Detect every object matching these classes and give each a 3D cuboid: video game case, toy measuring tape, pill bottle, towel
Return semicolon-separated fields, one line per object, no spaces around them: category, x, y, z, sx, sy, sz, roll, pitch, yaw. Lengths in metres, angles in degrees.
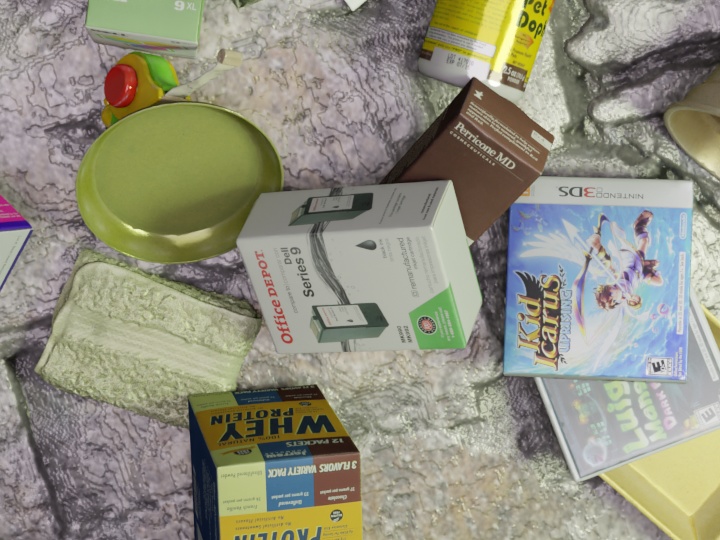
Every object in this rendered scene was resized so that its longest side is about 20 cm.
video game case;0.263;0.087;1.747;0.181;0.023;0.200;-22;84;7
video game case;0.234;0.008;1.724;0.181;0.045;0.201;2;86;9
toy measuring tape;-0.184;-0.187;1.648;0.200;0.074;0.074;-26;104;43
pill bottle;0.134;-0.270;1.681;0.109;0.109;0.200;17;97;-8
towel;-0.211;0.075;1.736;0.200;0.036;0.149;19;97;-8

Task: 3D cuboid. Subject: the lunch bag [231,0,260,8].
lunch bag;-0.102;-0.353;1.610;0.200;0.118;0.164;-42;82;-13

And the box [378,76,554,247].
box;0.085;-0.078;1.675;0.100;0.075;0.200;35;128;-9

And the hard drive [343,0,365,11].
hard drive;0.028;-0.367;1.698;0.200;0.026;0.132;-39;100;1

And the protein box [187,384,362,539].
protein box;-0.084;0.237;1.672;0.135;0.200;0.199;-5;106;-12

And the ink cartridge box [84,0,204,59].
ink cartridge box;-0.197;-0.239;1.606;0.104;0.200;0.059;8;91;-7

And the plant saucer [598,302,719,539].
plant saucer;0.339;0.160;1.796;0.200;0.048;0.200;41;92;-10

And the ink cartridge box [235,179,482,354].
ink cartridge box;0.000;0.000;1.662;0.200;0.084;0.146;-4;125;21

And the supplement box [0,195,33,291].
supplement box;-0.415;-0.060;1.609;0.200;0.103;0.101;43;116;23

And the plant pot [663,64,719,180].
plant pot;0.428;-0.175;1.697;0.200;0.200;0.184;35;82;-9

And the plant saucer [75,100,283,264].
plant saucer;-0.174;-0.090;1.677;0.199;0.031;0.200;-7;134;-7
